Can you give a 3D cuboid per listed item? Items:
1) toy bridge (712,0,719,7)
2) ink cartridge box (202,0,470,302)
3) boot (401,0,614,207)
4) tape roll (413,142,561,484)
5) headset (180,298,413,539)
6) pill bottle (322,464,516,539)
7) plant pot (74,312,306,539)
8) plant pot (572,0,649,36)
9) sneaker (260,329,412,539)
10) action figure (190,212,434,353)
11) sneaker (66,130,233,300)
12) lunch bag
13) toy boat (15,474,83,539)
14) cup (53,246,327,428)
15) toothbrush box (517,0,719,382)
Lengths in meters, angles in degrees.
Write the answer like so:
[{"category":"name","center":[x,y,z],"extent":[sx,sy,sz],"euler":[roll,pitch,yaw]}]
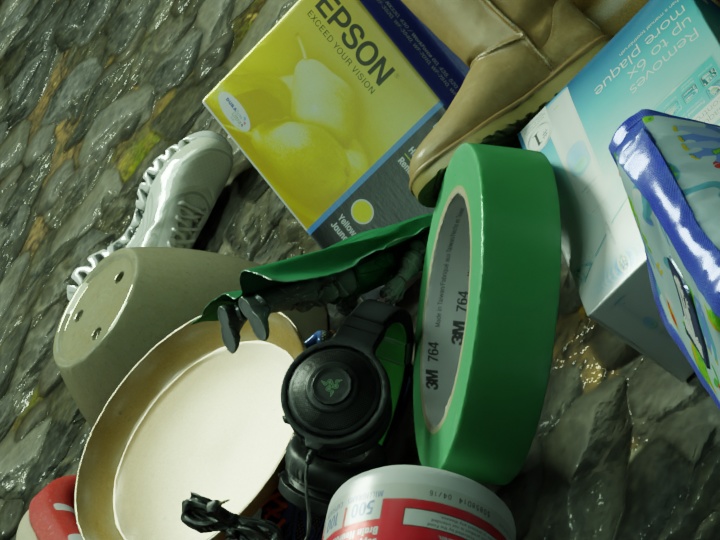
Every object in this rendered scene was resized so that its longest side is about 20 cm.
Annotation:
[{"category":"toy bridge","center":[0.202,-0.196,1.394],"extent":[0.067,0.027,0.200],"euler":[-45,28,23]},{"category":"ink cartridge box","center":[0.018,-0.109,1.435],"extent":[0.200,0.198,0.047],"euler":[-45,-12,28]},{"category":"boot","center":[0.055,-0.157,1.357],"extent":[0.175,0.066,0.200],"euler":[-35,65,-10]},{"category":"tape roll","center":[0.073,0.026,1.234],"extent":[0.200,0.048,0.201],"euler":[-173,90,-82]},{"category":"headset","center":[-0.028,0.098,1.255],"extent":[0.200,0.094,0.124],"euler":[-57,-23,-46]},{"category":"pill bottle","center":[0.023,0.218,1.143],"extent":[0.112,0.112,0.200],"euler":[-31,37,40]},{"category":"plant pot","center":[-0.106,0.112,1.367],"extent":[0.200,0.027,0.200],"euler":[-28,40,26]},{"category":"plant pot","center":[0.169,-0.225,1.419],"extent":[0.200,0.027,0.200],"euler":[-44,28,30]},{"category":"sneaker","center":[-0.041,0.128,1.379],"extent":[0.075,0.078,0.200],"euler":[-10,51,55]},{"category":"action figure","center":[0.000,0.000,1.343],"extent":[0.200,0.055,0.118],"euler":[-22,1,-32]},{"category":"sneaker","center":[-0.166,-0.026,1.771],"extent":[0.200,0.075,0.081],"euler":[-55,41,6]},{"category":"lunch bag","center":[0.210,0.020,0.960],"extent":[0.127,0.200,0.170],"euler":[-47,29,16]},{"category":"toy boat","center":[-0.154,0.198,1.442],"extent":[0.131,0.131,0.200],"euler":[-46,28,-2]},{"category":"cup","center":[-0.143,0.062,1.546],"extent":[0.200,0.143,0.200],"euler":[-39,32,31]},{"category":"toothbrush box","center":[0.186,-0.057,1.207],"extent":[0.146,0.085,0.200],"euler":[-45,30,21]}]
